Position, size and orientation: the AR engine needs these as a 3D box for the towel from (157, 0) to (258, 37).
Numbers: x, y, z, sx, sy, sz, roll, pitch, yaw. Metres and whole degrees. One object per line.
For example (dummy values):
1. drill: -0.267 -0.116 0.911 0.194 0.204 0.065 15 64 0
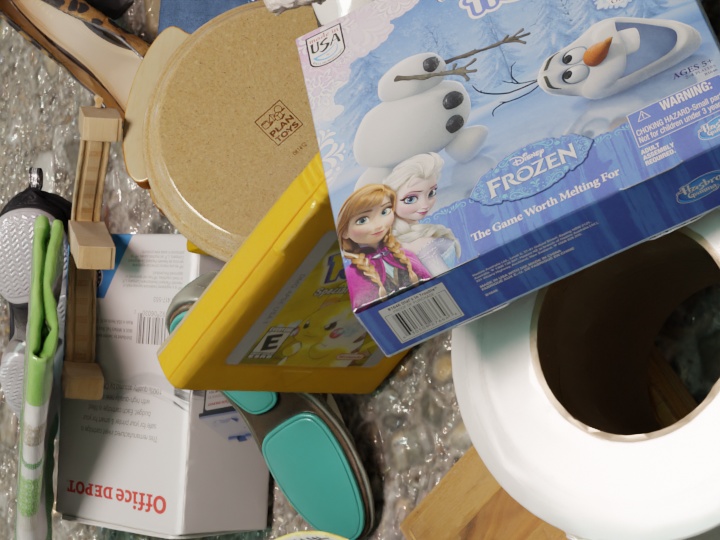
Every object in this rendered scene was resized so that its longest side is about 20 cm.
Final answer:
1. towel: -0.083 -0.240 1.223 0.111 0.048 0.202 10 93 40

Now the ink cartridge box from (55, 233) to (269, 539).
1. ink cartridge box: -0.136 0.076 1.229 0.146 0.085 0.202 1 89 45

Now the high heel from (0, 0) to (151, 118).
1. high heel: -0.201 -0.147 1.266 0.071 0.142 0.201 -47 57 31

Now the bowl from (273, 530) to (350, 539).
1. bowl: 0.004 0.257 1.076 0.200 0.094 0.203 -3 86 44

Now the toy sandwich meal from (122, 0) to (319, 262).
1. toy sandwich meal: -0.055 -0.083 1.144 0.203 0.070 0.207 -1 74 4

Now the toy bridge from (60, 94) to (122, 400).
1. toy bridge: -0.182 -0.019 1.186 0.067 0.027 0.202 -130 44 -67

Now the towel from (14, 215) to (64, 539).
1. towel: -0.216 0.084 1.209 0.150 0.030 0.201 -100 18 -47

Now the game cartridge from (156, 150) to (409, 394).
1. game cartridge: 0.000 0.000 1.040 0.200 0.175 0.033 -48 56 31

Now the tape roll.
1. tape roll: 0.163 0.041 0.877 0.201 0.139 0.205 -9 73 31

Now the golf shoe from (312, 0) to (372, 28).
1. golf shoe: 0.002 -0.234 1.045 0.077 0.094 0.202 10 86 17

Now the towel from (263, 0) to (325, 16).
1. towel: 0.029 -0.221 0.924 0.198 0.034 0.134 -15 92 2

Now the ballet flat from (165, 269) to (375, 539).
1. ballet flat: -0.047 0.083 1.142 0.067 0.064 0.201 -30 103 33

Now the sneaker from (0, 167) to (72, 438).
1. sneaker: -0.234 0.022 1.339 0.114 0.075 0.201 -95 2 -58

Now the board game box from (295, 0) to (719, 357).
1. board game box: 0.075 -0.081 0.857 0.199 0.043 0.200 -25 45 12

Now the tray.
1. tray: 0.110 0.125 1.023 0.200 0.037 0.099 -52 55 30
